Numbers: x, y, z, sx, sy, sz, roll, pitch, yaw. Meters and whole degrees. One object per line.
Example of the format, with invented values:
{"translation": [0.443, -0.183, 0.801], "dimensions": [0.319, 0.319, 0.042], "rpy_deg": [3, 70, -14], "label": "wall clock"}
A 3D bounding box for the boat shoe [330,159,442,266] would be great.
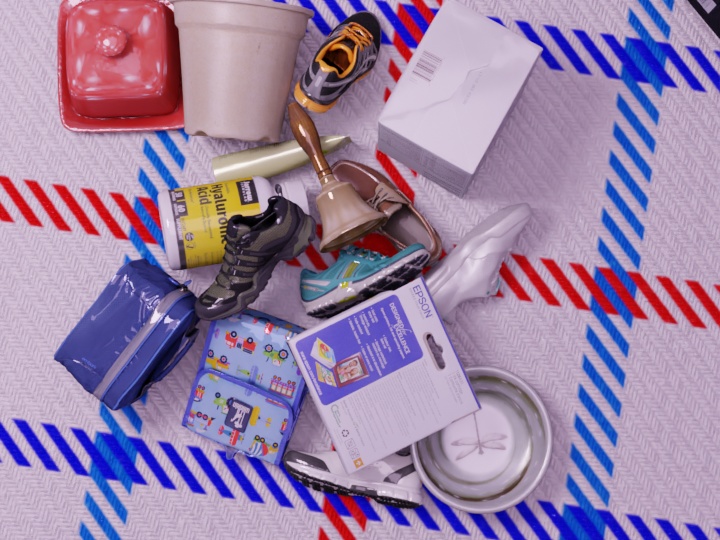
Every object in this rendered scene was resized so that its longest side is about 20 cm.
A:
{"translation": [0.037, -0.086, 1.759], "dimensions": [0.200, 0.072, 0.076], "rpy_deg": [38, 86, 3], "label": "boat shoe"}

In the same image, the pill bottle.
{"translation": [-0.173, -0.069, 1.734], "dimensions": [0.199, 0.111, 0.112], "rpy_deg": [-10, 85, -11], "label": "pill bottle"}

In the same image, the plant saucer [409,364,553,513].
{"translation": [0.163, 0.231, 1.739], "dimensions": [0.199, 0.050, 0.202], "rpy_deg": [0, 84, -4], "label": "plant saucer"}

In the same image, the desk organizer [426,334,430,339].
{"translation": [0.025, 0.128, 1.738], "dimensions": [0.072, 0.077, 0.200], "rpy_deg": [37, 86, 3], "label": "desk organizer"}

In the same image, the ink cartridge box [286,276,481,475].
{"translation": [0.031, 0.138, 1.673], "dimensions": [0.199, 0.047, 0.199], "rpy_deg": [-25, 95, -10], "label": "ink cartridge box"}

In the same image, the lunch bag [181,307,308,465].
{"translation": [-0.152, 0.163, 1.738], "dimensions": [0.150, 0.094, 0.201], "rpy_deg": [19, 95, 6], "label": "lunch bag"}

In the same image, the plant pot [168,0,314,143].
{"translation": [-0.170, -0.272, 1.730], "dimensions": [0.199, 0.200, 0.185], "rpy_deg": [6, 96, 1], "label": "plant pot"}

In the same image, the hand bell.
{"translation": [-0.052, -0.136, 1.703], "dimensions": [0.104, 0.104, 0.201], "rpy_deg": [-26, 82, -2], "label": "hand bell"}

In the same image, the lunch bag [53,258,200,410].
{"translation": [-0.297, 0.085, 1.705], "dimensions": [0.132, 0.136, 0.200], "rpy_deg": [39, 98, 2], "label": "lunch bag"}

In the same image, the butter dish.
{"translation": [-0.333, -0.301, 1.743], "dimensions": [0.198, 0.148, 0.202], "rpy_deg": [-2, 85, 1], "label": "butter dish"}

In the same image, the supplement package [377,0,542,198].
{"translation": [0.128, -0.227, 1.708], "dimensions": [0.146, 0.200, 0.192], "rpy_deg": [30, 85, 3], "label": "supplement package"}

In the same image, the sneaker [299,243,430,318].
{"translation": [0.000, 0.000, 1.732], "dimensions": [0.199, 0.077, 0.080], "rpy_deg": [-21, 73, 21], "label": "sneaker"}

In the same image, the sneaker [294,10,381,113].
{"translation": [-0.019, -0.301, 1.748], "dimensions": [0.078, 0.077, 0.201], "rpy_deg": [30, 53, -2], "label": "sneaker"}

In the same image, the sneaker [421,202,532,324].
{"translation": [0.173, -0.009, 1.762], "dimensions": [0.200, 0.075, 0.089], "rpy_deg": [-41, 98, 3], "label": "sneaker"}

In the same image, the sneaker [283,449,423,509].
{"translation": [-0.007, 0.270, 1.737], "dimensions": [0.199, 0.074, 0.081], "rpy_deg": [13, 70, -3], "label": "sneaker"}

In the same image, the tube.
{"translation": [-0.108, -0.158, 1.769], "dimensions": [0.199, 0.052, 0.058], "rpy_deg": [-15, 41, 2], "label": "tube"}

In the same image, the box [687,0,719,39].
{"translation": [0.543, -0.447, 1.775], "dimensions": [0.182, 0.104, 0.200], "rpy_deg": [-39, 86, -4], "label": "box"}

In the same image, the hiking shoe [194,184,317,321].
{"translation": [-0.156, -0.024, 1.658], "dimensions": [0.200, 0.076, 0.101], "rpy_deg": [-45, 122, -2], "label": "hiking shoe"}
